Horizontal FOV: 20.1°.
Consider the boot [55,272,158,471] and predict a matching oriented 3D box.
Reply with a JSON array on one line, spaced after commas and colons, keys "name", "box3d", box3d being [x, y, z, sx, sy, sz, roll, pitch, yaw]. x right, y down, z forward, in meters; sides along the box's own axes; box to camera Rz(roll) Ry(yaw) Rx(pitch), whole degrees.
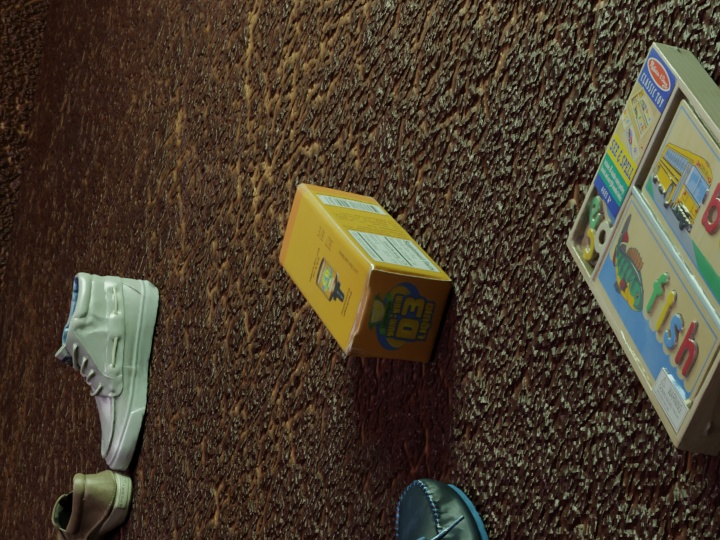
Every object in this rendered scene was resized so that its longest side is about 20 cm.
[{"name": "boot", "box3d": [-0.270, 0.102, 2.094, 0.074, 0.095, 0.201, 151, 127, -65]}]

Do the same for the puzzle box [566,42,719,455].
[{"name": "puzzle box", "box3d": [0.167, -0.016, 1.047, 0.200, 0.025, 0.133, -111, 38, -57]}]

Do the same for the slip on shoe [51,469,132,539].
[{"name": "slip on shoe", "box3d": [-0.296, 0.258, 2.134, 0.200, 0.060, 0.076, 139, 137, -60]}]

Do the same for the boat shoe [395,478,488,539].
[{"name": "boat shoe", "box3d": [0.042, 0.200, 1.213, 0.200, 0.068, 0.084, -104, 31, -50]}]

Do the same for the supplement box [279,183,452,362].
[{"name": "supplement box", "box3d": [0.000, 0.000, 1.445, 0.200, 0.069, 0.067, -126, 49, -66]}]
